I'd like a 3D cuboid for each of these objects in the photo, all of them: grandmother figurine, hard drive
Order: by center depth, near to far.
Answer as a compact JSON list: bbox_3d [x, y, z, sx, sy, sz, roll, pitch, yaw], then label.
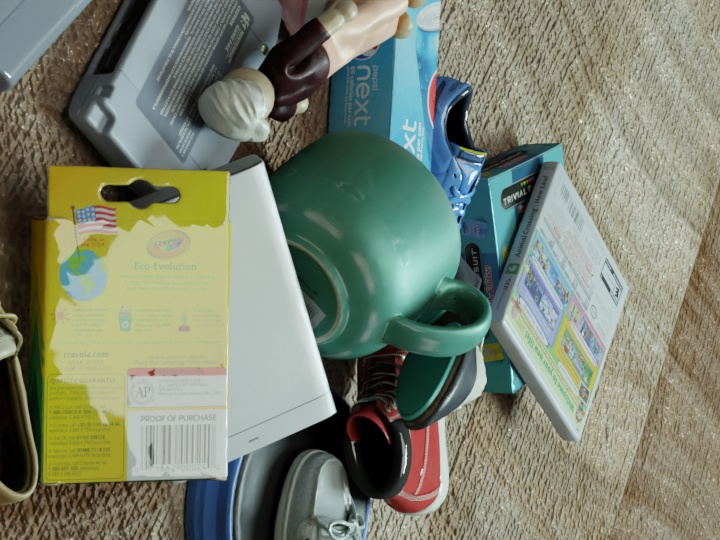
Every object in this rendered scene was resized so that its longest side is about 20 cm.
[{"bbox_3d":[-0.102,0.036,1.182,0.131,0.027,0.202,-22,114,-15],"label":"hard drive"},{"bbox_3d":[-0.039,-0.151,1.221,0.200,0.060,0.122,-37,157,-35],"label":"grandmother figurine"}]

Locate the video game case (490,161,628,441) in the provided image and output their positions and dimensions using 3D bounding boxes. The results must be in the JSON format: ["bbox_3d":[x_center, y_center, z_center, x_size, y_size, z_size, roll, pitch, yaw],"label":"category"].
[{"bbox_3d":[0.188,0.031,1.596,0.200,0.022,0.183,54,48,-43],"label":"video game case"}]

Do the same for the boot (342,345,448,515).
[{"bbox_3d":[0.020,0.085,1.336,0.144,0.072,0.202,39,41,-66],"label":"boot"}]

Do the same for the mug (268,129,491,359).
[{"bbox_3d":[-0.006,-0.010,1.244,0.114,0.184,0.153,-40,128,-44],"label":"mug"}]

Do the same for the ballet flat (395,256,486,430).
[{"bbox_3d":[0.071,0.060,1.318,0.201,0.072,0.073,-85,155,-51],"label":"ballet flat"}]

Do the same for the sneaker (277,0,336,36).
[{"bbox_3d":[-0.057,-0.245,1.272,0.076,0.104,0.201,-61,167,-27],"label":"sneaker"}]

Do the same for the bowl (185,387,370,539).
[{"bbox_3d":[-0.057,0.180,1.304,0.200,0.039,0.203,-3,94,-56],"label":"bowl"}]

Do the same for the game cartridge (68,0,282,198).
[{"bbox_3d":[-0.123,-0.142,1.198,0.133,0.041,0.201,57,47,-46],"label":"game cartridge"}]

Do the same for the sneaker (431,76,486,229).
[{"bbox_3d":[0.065,-0.064,1.445,0.066,0.078,0.202,-4,96,-58],"label":"sneaker"}]

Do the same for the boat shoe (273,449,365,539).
[{"bbox_3d":[-0.020,0.234,1.258,0.074,0.064,0.204,22,63,-54],"label":"boat shoe"}]

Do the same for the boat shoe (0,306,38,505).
[{"bbox_3d":[-0.233,0.046,1.011,0.074,0.066,0.202,-34,119,-50],"label":"boat shoe"}]

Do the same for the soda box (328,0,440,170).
[{"bbox_3d":[0.019,-0.147,1.385,0.068,0.064,0.202,9,85,-56],"label":"soda box"}]

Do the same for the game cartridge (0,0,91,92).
[{"bbox_3d":[-0.237,-0.216,1.026,0.134,0.040,0.201,-54,133,-35],"label":"game cartridge"}]

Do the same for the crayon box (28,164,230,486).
[{"bbox_3d":[-0.149,0.035,1.100,0.126,0.051,0.202,2,91,-23],"label":"crayon box"}]

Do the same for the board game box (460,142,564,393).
[{"bbox_3d":[0.148,-0.005,1.595,0.151,0.047,0.202,-26,112,-53],"label":"board game box"}]
